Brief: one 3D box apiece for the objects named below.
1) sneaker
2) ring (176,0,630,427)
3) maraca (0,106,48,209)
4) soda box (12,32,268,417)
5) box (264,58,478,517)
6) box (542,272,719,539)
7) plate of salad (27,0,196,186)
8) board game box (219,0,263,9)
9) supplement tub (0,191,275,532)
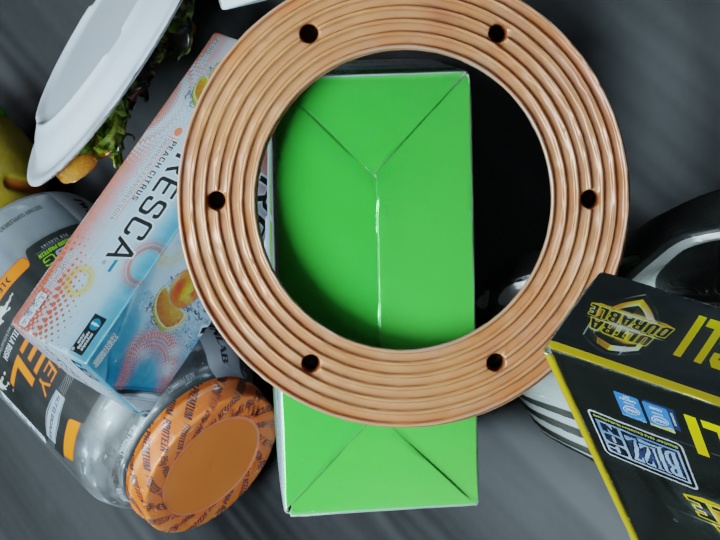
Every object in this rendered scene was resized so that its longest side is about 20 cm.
[{"bbox_3d":[0.162,0.033,0.925,0.199,0.076,0.116,-13,126,24],"label":"sneaker"},{"bbox_3d":[0.019,-0.031,0.878,0.198,0.019,0.203,0,96,-1],"label":"ring"},{"bbox_3d":[-0.253,-0.011,1.267,0.106,0.137,0.201,19,122,3],"label":"maraca"},{"bbox_3d":[-0.096,-0.027,1.078,0.068,0.064,0.201,23,74,39],"label":"soda box"},{"bbox_3d":[0.000,0.000,0.980,0.176,0.096,0.202,-110,19,-83],"label":"box"},{"bbox_3d":[0.186,0.090,0.818,0.199,0.049,0.160,19,149,38],"label":"box"},{"bbox_3d":[-0.124,-0.129,1.118,0.200,0.048,0.201,-50,20,25],"label":"plate of salad"},{"bbox_3d":[0.025,-0.162,0.930,0.200,0.125,0.035,-1,105,63],"label":"board game box"},{"bbox_3d":[-0.146,0.054,1.169,0.200,0.122,0.123,40,121,32],"label":"supplement tub"}]
